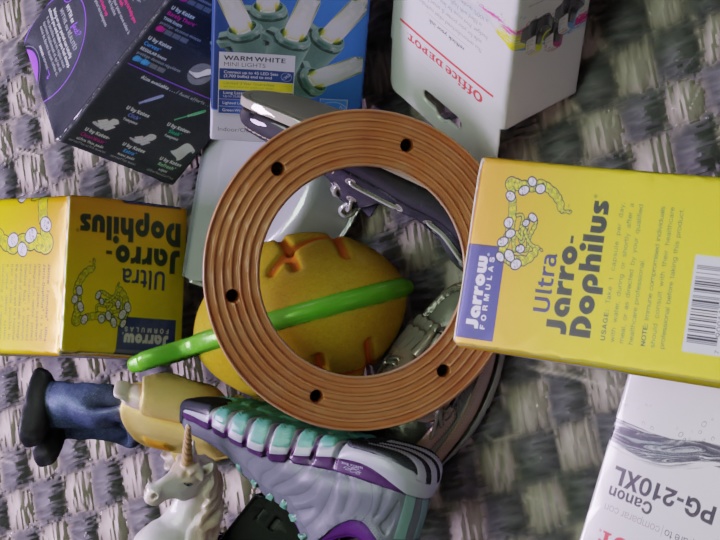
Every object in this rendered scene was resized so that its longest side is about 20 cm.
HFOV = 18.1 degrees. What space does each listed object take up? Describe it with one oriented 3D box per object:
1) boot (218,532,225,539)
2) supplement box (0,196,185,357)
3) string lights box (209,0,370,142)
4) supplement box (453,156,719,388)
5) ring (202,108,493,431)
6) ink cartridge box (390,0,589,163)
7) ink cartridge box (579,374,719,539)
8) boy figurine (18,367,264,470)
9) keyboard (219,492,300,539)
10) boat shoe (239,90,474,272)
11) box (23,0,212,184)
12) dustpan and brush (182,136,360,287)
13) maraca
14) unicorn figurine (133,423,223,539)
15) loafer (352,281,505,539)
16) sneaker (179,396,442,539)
[{"bbox_3d":[-0.137,0.245,1.591,0.199,0.068,0.132,-5,79,28],"label":"boot"},{"bbox_3d":[-0.231,0.007,1.624,0.199,0.108,0.110,0,86,45],"label":"supplement box"},{"bbox_3d":[-0.045,-0.178,1.463,0.059,0.102,0.201,-89,3,-48],"label":"string lights box"},{"bbox_3d":[0.167,0.005,1.239,0.199,0.109,0.110,7,87,38],"label":"supplement box"},{"bbox_3d":[0.000,0.000,1.404,0.019,0.199,0.202,-153,74,-79],"label":"ring"},{"bbox_3d":[0.082,-0.173,1.417,0.115,0.068,0.201,44,147,32],"label":"ink cartridge box"},{"bbox_3d":[0.226,0.101,1.303,0.144,0.084,0.201,21,98,38],"label":"ink cartridge box"},{"bbox_3d":[-0.130,0.111,1.566,0.199,0.125,0.065,6,63,10],"label":"boy figurine"},{"bbox_3d":[-0.103,0.234,1.529,0.104,0.040,0.200,38,96,2],"label":"keyboard"},{"bbox_3d":[0.006,-0.055,1.454,0.199,0.073,0.063,24,109,2],"label":"boat shoe"},{"bbox_3d":[-0.129,-0.180,1.572,0.200,0.106,0.123,-48,43,25],"label":"box"},{"bbox_3d":[-0.026,-0.055,1.539,0.199,0.057,0.140,-5,71,44],"label":"dustpan and brush"},{"bbox_3d":[-0.059,0.036,1.491,0.199,0.137,0.108,-17,84,24],"label":"maraca"},{"bbox_3d":[-0.126,0.208,1.481,0.137,0.074,0.201,-30,105,-3],"label":"unicorn figurine"},{"bbox_3d":[0.030,0.097,1.469,0.072,0.063,0.201,38,109,34],"label":"loafer"},{"bbox_3d":[-0.043,0.137,1.440,0.199,0.074,0.088,14,97,37],"label":"sneaker"}]
